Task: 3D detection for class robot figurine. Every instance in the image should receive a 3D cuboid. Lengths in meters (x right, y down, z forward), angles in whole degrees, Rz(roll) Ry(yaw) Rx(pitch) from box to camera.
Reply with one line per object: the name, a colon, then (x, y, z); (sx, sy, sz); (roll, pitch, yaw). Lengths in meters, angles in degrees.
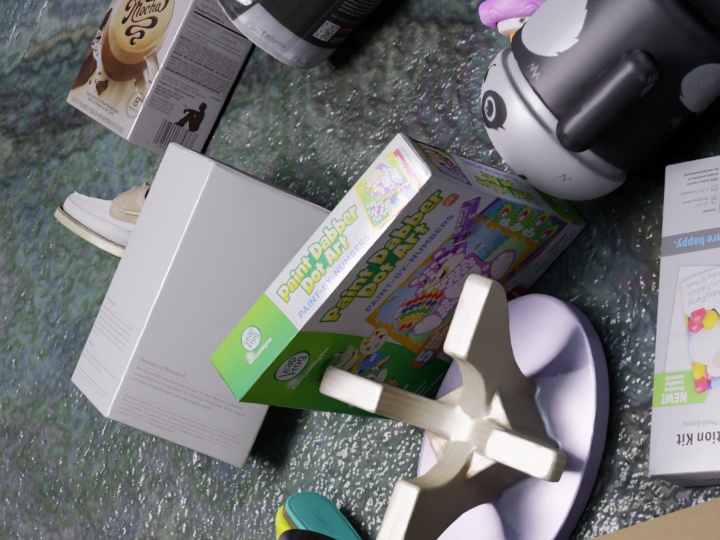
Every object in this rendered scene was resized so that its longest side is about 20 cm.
robot figurine: (0.166, -0.138, 1.239); (0.200, 0.150, 0.125); (-44, 61, 23)

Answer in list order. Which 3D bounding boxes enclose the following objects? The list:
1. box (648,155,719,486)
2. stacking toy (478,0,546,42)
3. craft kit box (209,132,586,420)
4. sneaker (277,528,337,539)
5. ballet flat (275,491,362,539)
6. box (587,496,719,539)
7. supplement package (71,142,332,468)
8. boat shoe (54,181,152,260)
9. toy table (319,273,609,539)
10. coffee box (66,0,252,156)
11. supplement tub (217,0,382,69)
box: (0.250, 0.025, 1.155); (0.155, 0.041, 0.202); (-9, 70, 43)
stacking toy: (0.120, -0.203, 1.347); (0.109, 0.116, 0.203); (-3, 86, 38)
craft kit box: (0.028, 0.012, 1.266); (0.200, 0.197, 0.049); (-49, 56, 20)
sneaker: (0.012, 0.253, 1.173); (0.200, 0.067, 0.109); (33, 105, 10)
ballet flat: (-0.002, 0.230, 1.319); (0.200, 0.066, 0.068); (44, 127, 47)
box: (0.150, 0.230, 1.100); (0.198, 0.021, 0.165); (-16, 55, -7)
supplement package: (-0.115, 0.024, 1.441); (0.202, 0.119, 0.121); (-67, 23, 2)
boat shoe: (-0.170, -0.033, 1.579); (0.199, 0.075, 0.069); (25, 89, 38)
toy table: (0.074, 0.106, 1.228); (0.182, 0.117, 0.202); (4, 81, 36)
coffee box: (-0.153, -0.204, 1.616); (0.113, 0.079, 0.202); (31, 97, 47)
supplement tub: (-0.013, -0.262, 1.470); (0.200, 0.122, 0.123); (-43, 49, 24)
